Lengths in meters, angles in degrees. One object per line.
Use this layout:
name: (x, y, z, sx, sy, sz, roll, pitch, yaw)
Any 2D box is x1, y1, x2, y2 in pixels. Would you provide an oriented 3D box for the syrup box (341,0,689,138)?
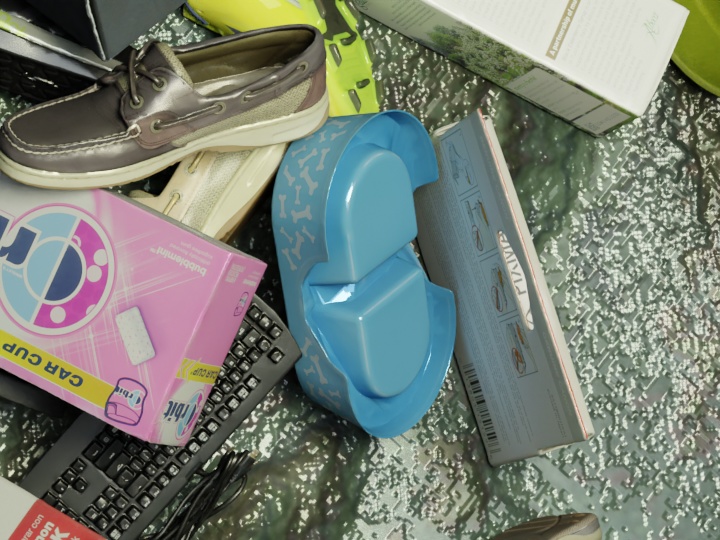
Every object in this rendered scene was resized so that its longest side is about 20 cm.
syrup box: (0.089, -0.165, 1.707, 0.199, 0.079, 0.082, 28, 76, -10)

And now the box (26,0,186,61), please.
box: (-0.144, -0.258, 1.580, 0.200, 0.124, 0.196, -39, 57, -22)

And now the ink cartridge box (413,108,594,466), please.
ink cartridge box: (0.089, 0.008, 1.632, 0.043, 0.174, 0.201, -17, 87, -19)

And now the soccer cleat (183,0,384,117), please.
soccer cleat: (-0.060, -0.157, 1.678, 0.084, 0.065, 0.201, -32, 96, 26)

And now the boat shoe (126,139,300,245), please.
boat shoe: (-0.113, -0.020, 1.621, 0.065, 0.072, 0.200, 38, 93, 1)

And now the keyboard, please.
keyboard: (-0.108, 0.104, 1.594, 0.104, 0.040, 0.200, 40, 95, -18)

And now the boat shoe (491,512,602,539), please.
boat shoe: (0.075, 0.204, 1.633, 0.199, 0.076, 0.072, -20, 99, -37)

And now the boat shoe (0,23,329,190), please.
boat shoe: (-0.109, -0.097, 1.544, 0.199, 0.065, 0.072, -12, 41, -21)

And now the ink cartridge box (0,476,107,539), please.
ink cartridge box: (-0.224, 0.152, 1.500, 0.199, 0.144, 0.084, 28, 72, 17)

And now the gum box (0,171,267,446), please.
gum box: (-0.168, 0.004, 1.564, 0.199, 0.066, 0.114, 26, 92, 17)

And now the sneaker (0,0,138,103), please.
sneaker: (-0.170, -0.142, 1.633, 0.199, 0.072, 0.083, 23, 63, -18)

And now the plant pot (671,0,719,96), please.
plant pot: (0.296, -0.224, 1.732, 0.192, 0.200, 0.201, -18, 87, -30)

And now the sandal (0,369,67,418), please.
sandal: (-0.263, 0.052, 1.580, 0.199, 0.075, 0.045, 26, 87, -14)

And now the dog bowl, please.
dog bowl: (0.000, 0.000, 1.625, 0.111, 0.049, 0.201, -37, 128, -44)
